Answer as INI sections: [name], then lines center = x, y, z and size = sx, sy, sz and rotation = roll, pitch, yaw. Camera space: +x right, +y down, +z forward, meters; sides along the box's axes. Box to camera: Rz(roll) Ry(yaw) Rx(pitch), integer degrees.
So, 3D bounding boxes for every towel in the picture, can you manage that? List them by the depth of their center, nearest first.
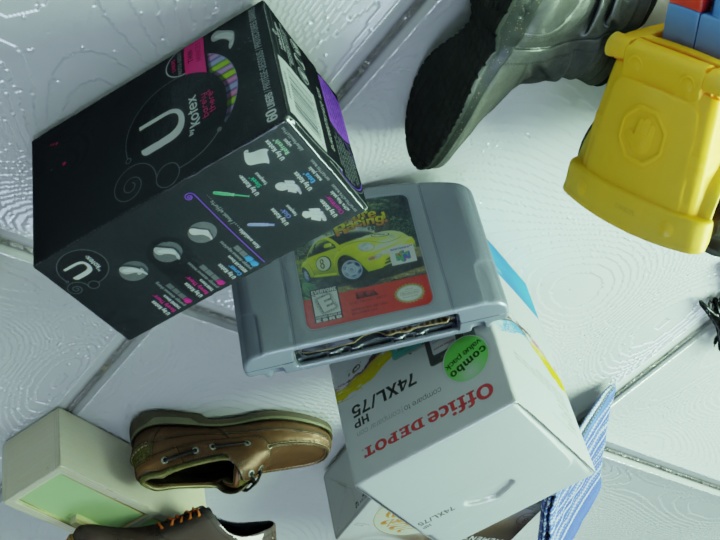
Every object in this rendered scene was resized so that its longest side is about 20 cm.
[towel]
center = 0.226, 0.227, 1.207
size = 0.024, 0.145, 0.201
rotation = 25, 147, 23

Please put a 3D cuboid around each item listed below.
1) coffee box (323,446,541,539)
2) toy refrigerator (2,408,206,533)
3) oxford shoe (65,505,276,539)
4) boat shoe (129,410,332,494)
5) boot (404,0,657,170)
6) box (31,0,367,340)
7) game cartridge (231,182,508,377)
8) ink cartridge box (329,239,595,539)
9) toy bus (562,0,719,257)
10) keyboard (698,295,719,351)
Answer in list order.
[coffee box]
center = 0.078, 0.222, 1.184
size = 0.198, 0.080, 0.115
rotation = 14, 131, -29
[toy refrigerator]
center = -0.236, 0.212, 1.090
size = 0.076, 0.070, 0.200
rotation = -31, 137, 18
[oxford shoe]
center = -0.172, 0.248, 1.073
size = 0.198, 0.071, 0.073
rotation = 14, 94, -27
[boat shoe]
center = -0.118, 0.178, 1.088
size = 0.198, 0.068, 0.072
rotation = 1, 135, -19
[boot]
center = 0.122, -0.140, 0.810
size = 0.129, 0.068, 0.201
rotation = 4, 137, -29
[box]
center = -0.112, -0.064, 0.778
size = 0.199, 0.123, 0.106
rotation = -28, 138, 15
[game cartridge]
center = 0.000, 0.000, 0.873
size = 0.198, 0.134, 0.041
rotation = -13, 140, -1
[ink cartridge box]
center = 0.072, 0.087, 0.940
size = 0.146, 0.201, 0.146
rotation = -30, 137, 17
[toy bus]
center = 0.256, -0.127, 0.809
size = 0.199, 0.135, 0.194
rotation = -17, 124, -37
[keyboard]
center = 0.391, 0.054, 1.121
size = 0.103, 0.040, 0.201
rotation = -23, 137, 9
